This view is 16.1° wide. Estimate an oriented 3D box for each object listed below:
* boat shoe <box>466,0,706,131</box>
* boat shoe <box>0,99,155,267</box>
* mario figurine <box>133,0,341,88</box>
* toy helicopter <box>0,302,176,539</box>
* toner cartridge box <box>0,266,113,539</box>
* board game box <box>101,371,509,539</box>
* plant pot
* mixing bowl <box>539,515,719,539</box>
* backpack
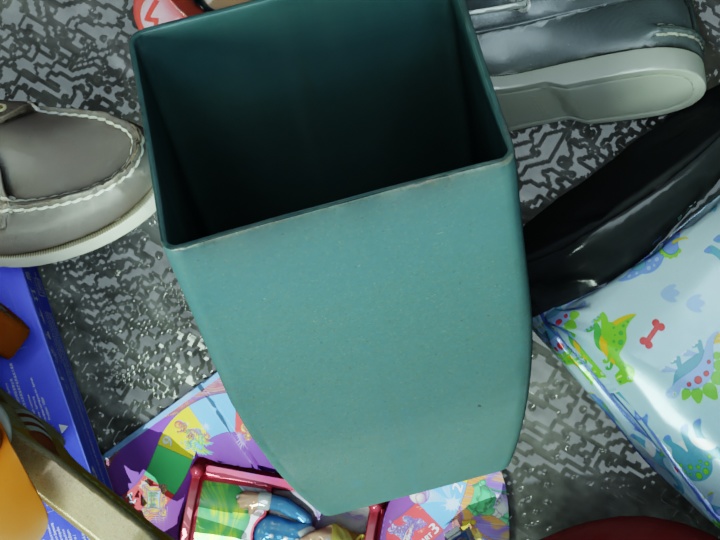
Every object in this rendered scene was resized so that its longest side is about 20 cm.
[{"bbox_3d":[0.058,-0.102,1.167,0.198,0.073,0.062,-3,70,11],"label":"boat shoe"},{"bbox_3d":[-0.179,-0.046,1.139,0.199,0.060,0.072,-1,56,26],"label":"boat shoe"},{"bbox_3d":[-0.022,-0.164,1.124,0.200,0.124,0.106,-37,123,14],"label":"mario figurine"},{"bbox_3d":[-0.138,0.081,1.088,0.200,0.132,0.079,38,88,5],"label":"toy helicopter"},{"bbox_3d":[-0.171,0.087,1.178,0.094,0.043,0.201,-19,85,4],"label":"toner cartridge box"},{"bbox_3d":[-0.031,0.118,1.186,0.199,0.039,0.158,-35,90,2],"label":"board game box"},{"bbox_3d":[0.000,0.000,1.086,0.140,0.142,0.201,-15,132,1],"label":"plant pot"},{"bbox_3d":[0.125,0.185,1.131,0.199,0.108,0.201,12,123,18],"label":"mixing bowl"},{"bbox_3d":[0.177,0.038,1.138,0.163,0.154,0.201,-34,104,3],"label":"backpack"}]
